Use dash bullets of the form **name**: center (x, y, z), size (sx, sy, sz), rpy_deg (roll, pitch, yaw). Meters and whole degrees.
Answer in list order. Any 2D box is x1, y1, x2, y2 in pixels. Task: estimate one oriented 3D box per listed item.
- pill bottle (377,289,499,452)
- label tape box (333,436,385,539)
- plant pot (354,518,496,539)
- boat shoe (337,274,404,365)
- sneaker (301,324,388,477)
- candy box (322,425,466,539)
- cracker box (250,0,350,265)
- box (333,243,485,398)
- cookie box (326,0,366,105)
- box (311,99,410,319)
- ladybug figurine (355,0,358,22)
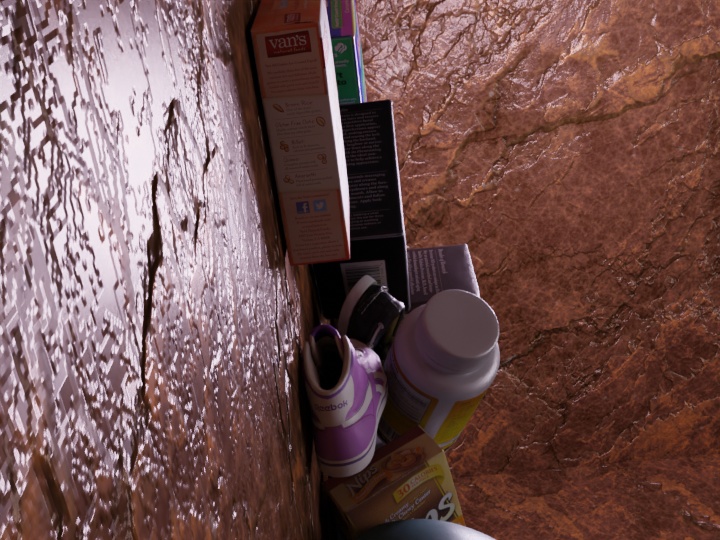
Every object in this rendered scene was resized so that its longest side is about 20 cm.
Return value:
- **pill bottle**: center (0.078, 0.108, 0.895), size (0.201, 0.108, 0.110), rpy_deg (108, -18, -52)
- **label tape box**: center (0.006, 0.249, 0.993), size (0.200, 0.065, 0.145), rpy_deg (-86, 170, -65)
- **plant pot**: center (0.046, 0.302, 0.760), size (0.134, 0.198, 0.202), rpy_deg (30, -45, 50)
- **boat shoe**: center (0.008, 0.089, 0.970), size (0.076, 0.060, 0.201), rpy_deg (-47, 159, -28)
- **sneaker**: center (-0.016, 0.089, 0.817), size (0.201, 0.072, 0.116), rpy_deg (-94, 172, -68)
- **candy box**: center (0.046, 0.269, 0.868), size (0.055, 0.115, 0.202), rpy_deg (36, -31, 54)
- **cracker box**: center (-0.046, -0.125, 0.731), size (0.134, 0.057, 0.202), rpy_deg (-92, 175, -60)
- **box**: center (0.066, 0.079, 1.215), size (0.165, 0.197, 0.168), rpy_deg (-92, 176, -62)
- **cookie box**: center (-0.034, -0.257, 1.088), size (0.201, 0.074, 0.173), rpy_deg (80, 5, -49)
- **box**: center (-0.004, -0.071, 0.996), size (0.149, 0.106, 0.202), rpy_deg (81, 5, -54)
- **ladybug figurine**: center (-0.043, -0.403, 1.246), size (0.136, 0.071, 0.203), rpy_deg (-59, 144, -86)
